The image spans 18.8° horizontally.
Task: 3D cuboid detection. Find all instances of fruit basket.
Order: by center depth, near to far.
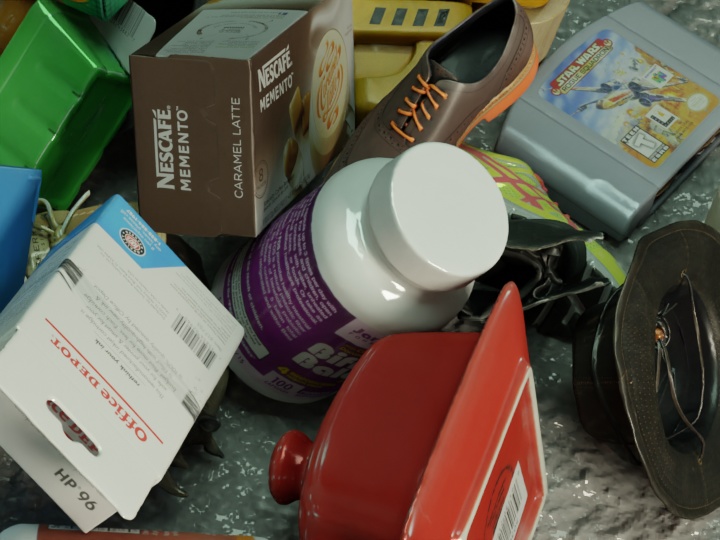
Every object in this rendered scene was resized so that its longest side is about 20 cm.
[{"bbox_3d":[-0.240,-0.139,1.445,0.200,0.186,0.094,41,13,32],"label":"fruit basket"}]

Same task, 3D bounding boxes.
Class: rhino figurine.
[{"bbox_3d":[-0.127,0.054,1.357,0.087,0.060,0.201,-8,54,-12],"label":"rhino figurine"}]

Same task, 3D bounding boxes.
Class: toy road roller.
[{"bbox_3d":[0.047,-0.153,1.523,0.198,0.123,0.147,1,65,-8],"label":"toy road roller"}]

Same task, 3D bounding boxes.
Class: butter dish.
[{"bbox_3d":[0.017,0.126,1.250,0.147,0.200,0.201,10,51,20],"label":"butter dish"}]

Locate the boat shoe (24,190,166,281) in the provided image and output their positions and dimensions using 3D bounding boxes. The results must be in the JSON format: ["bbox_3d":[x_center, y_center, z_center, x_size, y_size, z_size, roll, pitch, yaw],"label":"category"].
[{"bbox_3d":[-0.215,0.007,1.332,0.199,0.063,0.074,-26,50,2],"label":"boat shoe"}]

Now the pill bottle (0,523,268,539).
[{"bbox_3d":[-0.147,0.199,1.200,0.198,0.113,0.113,4,50,-7],"label":"pill bottle"}]

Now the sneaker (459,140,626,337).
[{"bbox_3d":[0.108,-0.035,1.462,0.199,0.078,0.090,36,42,13],"label":"sneaker"}]

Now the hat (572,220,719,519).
[{"bbox_3d":[0.180,0.065,1.367,0.080,0.201,0.201,-9,40,34],"label":"hat"}]

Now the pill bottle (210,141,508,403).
[{"bbox_3d":[0.000,0.000,1.307,0.112,0.200,0.113,14,62,-28],"label":"pill bottle"}]

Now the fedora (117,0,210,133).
[{"bbox_3d":[-0.153,-0.182,1.504,0.200,0.177,0.090,51,16,25],"label":"fedora"}]

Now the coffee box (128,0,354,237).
[{"bbox_3d":[-0.069,-0.108,1.367,0.079,0.115,0.200,5,21,17],"label":"coffee box"}]

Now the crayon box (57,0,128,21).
[{"bbox_3d":[-0.160,-0.257,1.414,0.118,0.059,0.200,24,51,18],"label":"crayon box"}]

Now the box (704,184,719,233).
[{"bbox_3d":[0.331,0.004,1.471,0.198,0.069,0.083,8,50,-4],"label":"box"}]

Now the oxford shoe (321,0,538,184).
[{"bbox_3d":[0.036,-0.101,1.407,0.071,0.073,0.200,35,75,21],"label":"oxford shoe"}]

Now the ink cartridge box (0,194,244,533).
[{"bbox_3d":[-0.151,0.059,1.206,0.116,0.068,0.200,47,30,-12],"label":"ink cartridge box"}]

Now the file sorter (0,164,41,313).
[{"bbox_3d":[-0.270,0.031,1.242,0.122,0.139,0.202,10,92,6],"label":"file sorter"}]

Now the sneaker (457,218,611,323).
[{"bbox_3d":[0.068,-0.001,1.366,0.198,0.061,0.104,-6,8,21],"label":"sneaker"}]

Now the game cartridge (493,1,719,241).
[{"bbox_3d":[0.189,-0.115,1.566,0.133,0.042,0.200,37,54,14],"label":"game cartridge"}]
